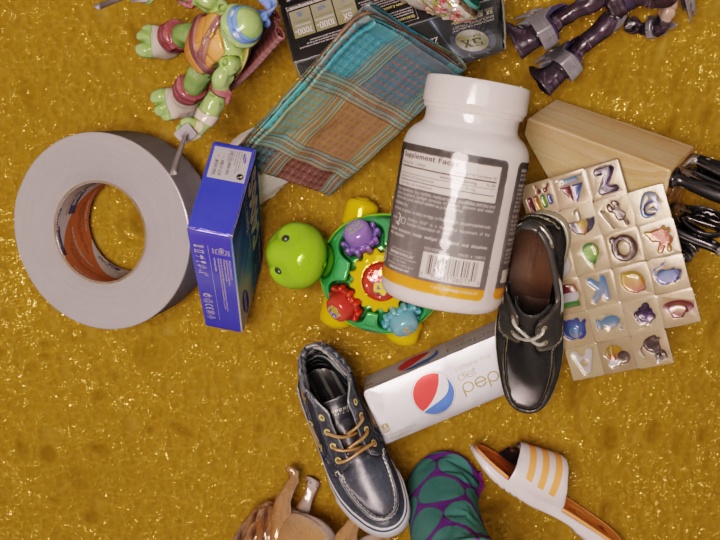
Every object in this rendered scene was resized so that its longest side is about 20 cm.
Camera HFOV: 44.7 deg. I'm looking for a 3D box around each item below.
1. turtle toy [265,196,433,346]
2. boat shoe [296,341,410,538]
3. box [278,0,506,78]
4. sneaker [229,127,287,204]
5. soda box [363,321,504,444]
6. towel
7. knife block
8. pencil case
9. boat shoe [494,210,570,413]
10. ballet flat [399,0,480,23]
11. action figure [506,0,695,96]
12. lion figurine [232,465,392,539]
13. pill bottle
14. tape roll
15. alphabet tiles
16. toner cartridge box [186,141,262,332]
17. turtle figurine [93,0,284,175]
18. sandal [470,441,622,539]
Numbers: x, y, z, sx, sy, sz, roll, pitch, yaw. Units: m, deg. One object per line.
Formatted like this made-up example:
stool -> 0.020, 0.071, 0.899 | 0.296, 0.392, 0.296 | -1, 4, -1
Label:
turtle toy -> 0.000, 0.000, 0.905 | 0.198, 0.101, 0.147 | 13, 98, 1
boat shoe -> -0.014, 0.171, 0.887 | 0.070, 0.091, 0.201 | -25, 61, -12
box -> 0.022, -0.270, 0.842 | 0.198, 0.086, 0.165 | -17, 67, 4
sneaker -> -0.086, -0.124, 0.904 | 0.199, 0.081, 0.077 | -32, 97, 8
soda box -> 0.104, 0.110, 0.931 | 0.199, 0.068, 0.064 | -24, 96, 5
towel -> -0.010, -0.148, 0.820 | 0.200, 0.146, 0.022 | -41, 56, 28
knife block -> 0.279, -0.100, 0.849 | 0.175, 0.064, 0.201 | -26, 97, 48
pencil case -> 0.094, 0.260, 0.884 | 0.091, 0.200, 0.086 | -11, 104, 1
boat shoe -> 0.161, 0.046, 0.846 | 0.071, 0.068, 0.202 | 7, 104, 19
ballet flat -> 0.042, -0.277, 0.767 | 0.064, 0.075, 0.201 | -38, 59, 29
action figure -> 0.246, -0.263, 0.861 | 0.199, 0.070, 0.130 | -30, 119, 17
lion figurine -> -0.050, 0.288, 0.931 | 0.199, 0.072, 0.123 | 9, 68, 39
pill bottle -> 0.089, -0.070, 0.794 | 0.115, 0.116, 0.202 | 10, 100, 1
tape roll -> -0.255, -0.044, 0.911 | 0.198, 0.066, 0.202 | 3, 101, 15
alphabet tiles -> 0.228, 0.002, 0.848 | 0.165, 0.006, 0.202 | -15, 93, 26
toner cartridge box -> -0.127, -0.025, 0.851 | 0.043, 0.200, 0.096 | 12, 62, 1
turtle figurine -> -0.184, -0.200, 0.828 | 0.144, 0.193, 0.201 | 44, 71, -19
sandal -> 0.210, 0.228, 0.943 | 0.206, 0.079, 0.059 | 33, 97, -10
